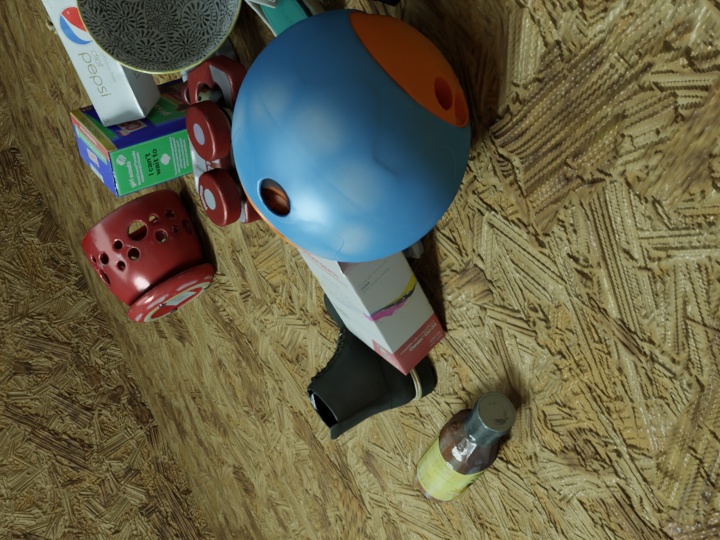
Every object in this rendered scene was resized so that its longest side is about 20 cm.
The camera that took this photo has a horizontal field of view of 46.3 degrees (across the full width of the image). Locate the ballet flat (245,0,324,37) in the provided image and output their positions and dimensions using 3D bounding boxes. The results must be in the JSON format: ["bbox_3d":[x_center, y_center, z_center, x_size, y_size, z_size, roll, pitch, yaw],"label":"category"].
[{"bbox_3d":[-0.084,-0.291,0.860,0.202,0.068,0.070,58,154,20],"label":"ballet flat"}]

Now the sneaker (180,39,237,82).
[{"bbox_3d":[-0.219,-0.287,1.139,0.112,0.076,0.204,132,122,-69],"label":"sneaker"}]

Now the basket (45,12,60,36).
[{"bbox_3d":[-0.331,-0.395,1.174,0.149,0.141,0.202,-48,29,24],"label":"basket"}]

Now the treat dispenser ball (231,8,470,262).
[{"bbox_3d":[-0.007,-0.110,0.697,0.201,0.198,0.204,44,147,38],"label":"treat dispenser ball"}]

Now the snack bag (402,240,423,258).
[{"bbox_3d":[-0.015,-0.113,0.903,0.187,0.021,0.204,11,122,57],"label":"snack bag"}]

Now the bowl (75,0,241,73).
[{"bbox_3d":[-0.236,-0.329,1.027,0.094,0.198,0.204,111,134,-87],"label":"bowl"}]

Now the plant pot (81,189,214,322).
[{"bbox_3d":[-0.379,-0.017,1.530,0.185,0.198,0.200,60,155,5],"label":"plant pot"}]

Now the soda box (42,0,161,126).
[{"bbox_3d":[-0.331,-0.292,1.074,0.064,0.067,0.203,-74,-29,-51],"label":"soda box"}]

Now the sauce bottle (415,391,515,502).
[{"bbox_3d":[0.109,0.185,0.876,0.067,0.065,0.201,57,155,19],"label":"sauce bottle"}]

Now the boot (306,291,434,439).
[{"bbox_3d":[-0.025,0.094,0.979,0.200,0.136,0.079,43,147,43],"label":"boot"}]

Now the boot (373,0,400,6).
[{"bbox_3d":[-0.033,-0.309,0.640,0.155,0.080,0.214,21,139,14],"label":"boot"}]

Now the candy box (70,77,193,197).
[{"bbox_3d":[-0.284,-0.194,1.182,0.169,0.197,0.078,38,144,44],"label":"candy box"}]

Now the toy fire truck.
[{"bbox_3d":[-0.168,-0.159,1.021,0.167,0.111,0.204,31,136,42],"label":"toy fire truck"}]

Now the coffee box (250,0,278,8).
[{"bbox_3d":[-0.156,-0.314,0.749,0.113,0.198,0.081,42,115,26],"label":"coffee box"}]

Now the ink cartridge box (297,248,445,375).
[{"bbox_3d":[0.000,0.000,0.861,0.116,0.067,0.201,35,161,48],"label":"ink cartridge box"}]
